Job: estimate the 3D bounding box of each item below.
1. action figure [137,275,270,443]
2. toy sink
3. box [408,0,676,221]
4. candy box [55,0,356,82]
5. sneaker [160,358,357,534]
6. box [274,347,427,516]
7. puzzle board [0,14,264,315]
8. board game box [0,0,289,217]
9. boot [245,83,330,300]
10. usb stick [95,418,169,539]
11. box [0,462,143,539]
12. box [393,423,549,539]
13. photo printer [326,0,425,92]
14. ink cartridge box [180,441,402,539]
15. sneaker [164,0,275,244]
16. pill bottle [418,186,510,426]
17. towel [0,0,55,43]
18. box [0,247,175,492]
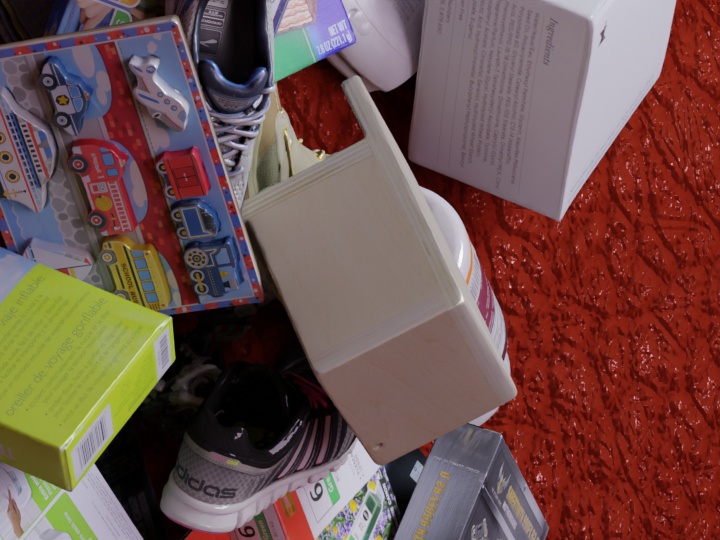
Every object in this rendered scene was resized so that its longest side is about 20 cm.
[{"bbox_3d":[-0.116,0.051,1.667,0.200,0.102,0.119,48,38,-31],"label":"action figure"},{"bbox_3d":[0.000,0.000,1.606,0.201,0.112,0.130,66,4,34],"label":"toy sink"},{"bbox_3d":[0.141,-0.184,1.858,0.199,0.130,0.201,-52,158,-41],"label":"box"},{"bbox_3d":[-0.117,-0.206,1.620,0.169,0.077,0.201,-27,108,-15],"label":"candy box"},{"bbox_3d":[-0.052,0.093,1.628,0.200,0.074,0.088,-33,148,-49],"label":"sneaker"},{"bbox_3d":[-0.018,0.178,1.809,0.200,0.043,0.161,50,55,-34],"label":"box"},{"bbox_3d":[-0.154,-0.052,1.519,0.017,0.150,0.201,-80,158,-56],"label":"puzzle board"},{"bbox_3d":[-0.137,-0.115,1.572,0.135,0.034,0.201,20,97,-21],"label":"board game box"},{"bbox_3d":[-0.045,-0.081,1.769,0.155,0.073,0.201,-11,98,-46],"label":"boot"},{"bbox_3d":[-0.151,0.188,1.678,0.055,0.033,0.201,-26,108,-37],"label":"usb stick"},{"bbox_3d":[-0.228,0.195,1.548,0.177,0.096,0.200,-51,123,-34],"label":"box"},{"bbox_3d":[0.072,0.216,1.817,0.200,0.048,0.159,60,49,-62],"label":"box"},{"bbox_3d":[0.015,-0.243,1.840,0.167,0.069,0.200,53,54,-33],"label":"photo printer"},{"bbox_3d":[-0.045,0.182,1.685,0.200,0.050,0.109,-44,120,-53],"label":"ink cartridge box"},{"bbox_3d":[-0.091,-0.105,1.523,0.077,0.085,0.201,-1,106,-19],"label":"sneaker"},{"bbox_3d":[0.040,0.033,1.774,0.200,0.114,0.115,63,44,-58],"label":"pill bottle"},{"bbox_3d":[-0.206,-0.236,1.641,0.144,0.023,0.201,-42,118,-38],"label":"towel"},{"bbox_3d":[-0.227,0.044,1.511,0.122,0.199,0.048,-53,155,-36],"label":"box"}]
